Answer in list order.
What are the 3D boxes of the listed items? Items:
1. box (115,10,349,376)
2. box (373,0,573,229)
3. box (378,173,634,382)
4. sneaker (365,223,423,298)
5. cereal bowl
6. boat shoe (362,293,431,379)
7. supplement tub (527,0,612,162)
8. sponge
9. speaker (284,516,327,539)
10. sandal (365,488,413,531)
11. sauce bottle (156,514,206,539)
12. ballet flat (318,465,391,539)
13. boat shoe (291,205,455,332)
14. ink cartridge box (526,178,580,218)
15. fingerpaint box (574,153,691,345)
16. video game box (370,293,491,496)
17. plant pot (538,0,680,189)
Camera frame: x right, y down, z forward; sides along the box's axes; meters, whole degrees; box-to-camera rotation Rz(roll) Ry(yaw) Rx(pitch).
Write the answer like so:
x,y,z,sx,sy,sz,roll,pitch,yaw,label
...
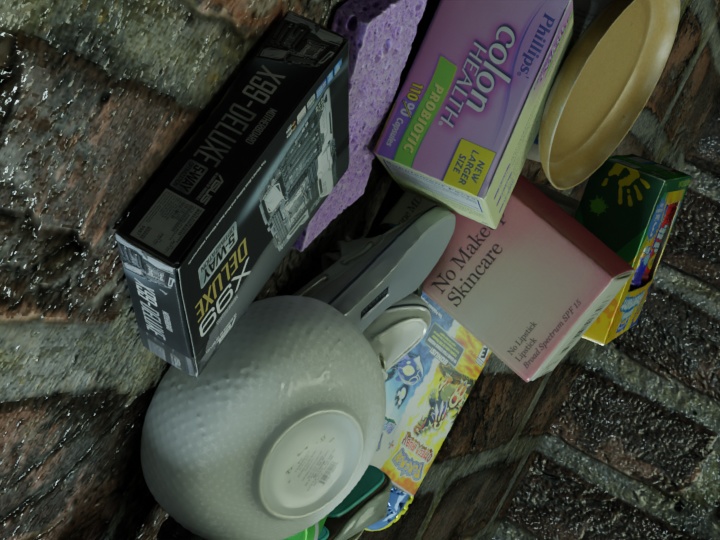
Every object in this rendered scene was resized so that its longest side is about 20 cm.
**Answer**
x,y,z,sx,sy,sz,roll,pitch,yaw,label
-0.078,-0.048,1.120,0.200,0.050,0.158,-55,164,-25,box
0.098,-0.142,1.399,0.200,0.097,0.176,34,80,-82,box
0.129,-0.013,1.549,0.128,0.200,0.109,-53,167,15,box
-0.007,0.053,1.502,0.082,0.073,0.200,-6,121,-67,sneaker
-0.058,0.124,1.265,0.200,0.083,0.200,-20,126,-30,cereal bowl
-0.010,0.084,1.430,0.200,0.066,0.072,-24,133,-30,boat shoe
0.187,-0.211,1.565,0.132,0.132,0.200,-37,152,-58,supplement tub
-0.007,-0.120,1.271,0.112,0.030,0.200,-43,156,-53,sponge
-0.066,0.193,1.461,0.200,0.088,0.089,-55,170,-78,speaker
0.038,0.197,1.920,0.087,0.079,0.200,56,54,-69,sandal
-0.101,0.133,1.339,0.200,0.066,0.066,-66,165,12,sauce bottle
-0.042,0.246,1.570,0.200,0.067,0.064,-26,130,-43,ballet flat
0.000,0.000,1.426,0.200,0.070,0.071,-43,154,-30,boat shoe
0.154,-0.050,1.708,0.084,0.145,0.200,-68,165,7,ink cartridge box
0.255,-0.025,1.668,0.167,0.073,0.200,-71,164,10,fingerpaint box
0.037,0.107,1.660,0.182,0.047,0.200,-59,143,-7,video game box
0.211,-0.163,1.471,0.200,0.027,0.200,-45,156,-27,plant pot
